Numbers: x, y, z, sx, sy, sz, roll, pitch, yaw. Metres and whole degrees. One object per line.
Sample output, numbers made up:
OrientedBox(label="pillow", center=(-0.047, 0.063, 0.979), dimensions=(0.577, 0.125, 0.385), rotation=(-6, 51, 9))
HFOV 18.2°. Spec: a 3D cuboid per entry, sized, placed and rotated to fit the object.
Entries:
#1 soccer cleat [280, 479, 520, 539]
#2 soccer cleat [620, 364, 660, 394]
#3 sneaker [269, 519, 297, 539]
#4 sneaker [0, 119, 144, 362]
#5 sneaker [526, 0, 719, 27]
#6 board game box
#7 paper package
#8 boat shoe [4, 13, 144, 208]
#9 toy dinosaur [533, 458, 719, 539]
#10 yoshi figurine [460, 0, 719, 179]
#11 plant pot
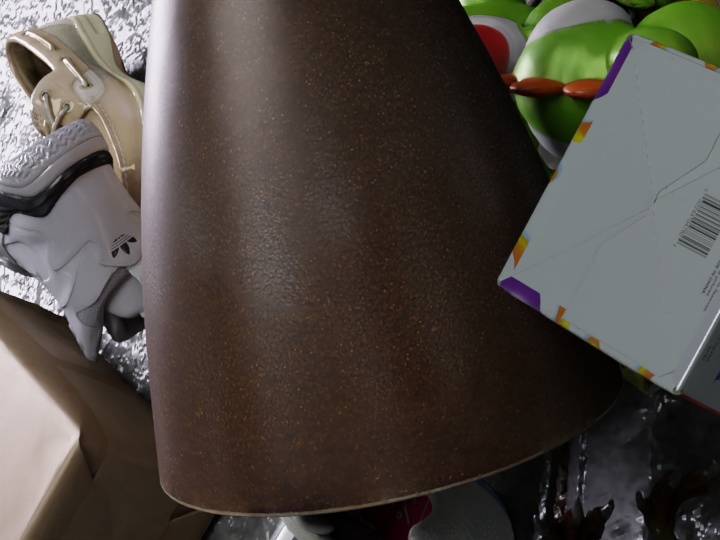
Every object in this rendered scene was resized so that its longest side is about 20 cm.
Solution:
OrientedBox(label="soccer cleat", center=(-0.019, 0.079, 0.979), dimensions=(0.200, 0.086, 0.070), rotation=(30, 105, 37))
OrientedBox(label="soccer cleat", center=(0.114, 0.013, 0.974), dimensions=(0.200, 0.065, 0.084), rotation=(-2, 57, 44))
OrientedBox(label="sneaker", center=(-0.069, 0.168, 1.084), dimensions=(0.121, 0.083, 0.201), rotation=(28, 92, 41))
OrientedBox(label="sneaker", center=(-0.164, -0.007, 1.244), dimensions=(0.075, 0.115, 0.200), rotation=(-34, 3, -23))
OrientedBox(label="sneaker", center=(0.118, -0.124, 1.035), dimensions=(0.200, 0.082, 0.078), rotation=(23, 87, 51))
OrientedBox(label="board game box", center=(0.166, 0.010, 0.818), dimensions=(0.103, 0.200, 0.105), rotation=(33, 95, 50))
OrientedBox(label="paper package", center=(-0.195, 0.134, 1.216), dimensions=(0.200, 0.103, 0.191), rotation=(38, 100, 49))
OrientedBox(label="boat shoe", center=(-0.160, -0.087, 1.306), dimensions=(0.200, 0.065, 0.072), rotation=(-121, 30, -49))
OrientedBox(label="toy dinosaur", center=(0.145, 0.167, 0.885), dimensions=(0.200, 0.105, 0.182), rotation=(108, 146, -58))
OrientedBox(label="yoshi figurine", center=(0.093, -0.082, 0.946), dimensions=(0.112, 0.113, 0.200), rotation=(-43, 28, -17))
OrientedBox(label="plant pot", center=(-0.009, -0.034, 0.860), dimensions=(0.186, 0.187, 0.201), rotation=(1, 108, 47))
